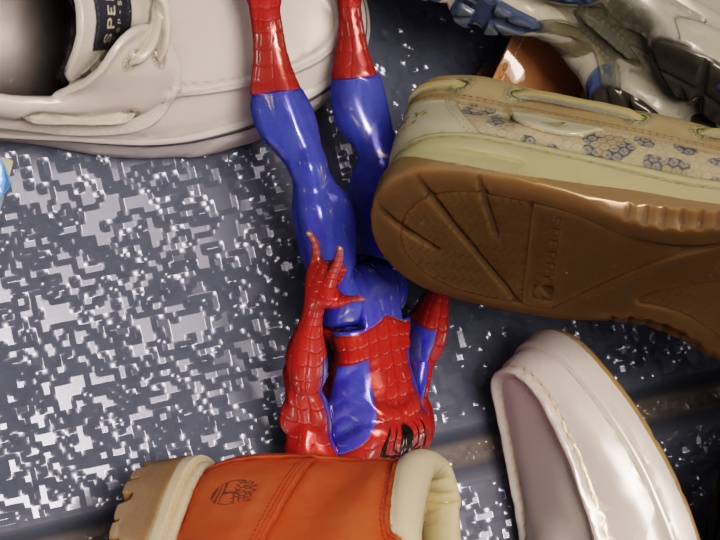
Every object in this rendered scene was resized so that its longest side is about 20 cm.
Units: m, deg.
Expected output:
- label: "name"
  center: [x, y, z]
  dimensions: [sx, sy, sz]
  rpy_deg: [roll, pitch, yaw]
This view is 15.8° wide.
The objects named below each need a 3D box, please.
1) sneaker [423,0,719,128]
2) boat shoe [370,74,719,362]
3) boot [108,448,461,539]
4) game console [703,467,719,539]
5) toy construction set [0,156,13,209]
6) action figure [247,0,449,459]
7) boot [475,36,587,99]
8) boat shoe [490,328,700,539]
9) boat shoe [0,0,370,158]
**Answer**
- label: "sneaker"
  center: [0.070, -0.109, 0.795]
  dimensions: [0.200, 0.077, 0.085]
  rpy_deg: [43, 52, -18]
- label: "boat shoe"
  center: [0.105, -0.016, 0.765]
  dimensions: [0.199, 0.073, 0.063]
  rpy_deg: [15, 46, 0]
- label: "boot"
  center: [-0.023, 0.116, 0.726]
  dimensions: [0.107, 0.200, 0.075]
  rpy_deg: [-7, 124, 13]
- label: "game console"
  center: [0.212, 0.098, 0.848]
  dimensions: [0.199, 0.116, 0.176]
  rpy_deg: [-24, 90, -18]
- label: "toy construction set"
  center: [-0.147, 0.063, 0.761]
  dimensions: [0.131, 0.092, 0.201]
  rpy_deg: [-10, 74, -19]
- label: "action figure"
  center: [0.000, 0.000, 0.813]
  dimensions: [0.065, 0.052, 0.201]
  rpy_deg: [-16, 106, -43]
- label: "boot"
  center: [0.128, -0.092, 0.875]
  dimensions: [0.154, 0.074, 0.201]
  rpy_deg: [24, 71, -6]
- label: "boat shoe"
  center: [0.073, 0.120, 0.825]
  dimensions: [0.069, 0.071, 0.201]
  rpy_deg: [-19, 89, -18]
- label: "boat shoe"
  center: [-0.087, -0.076, 0.806]
  dimensions: [0.199, 0.066, 0.072]
  rpy_deg: [0, 81, -18]
